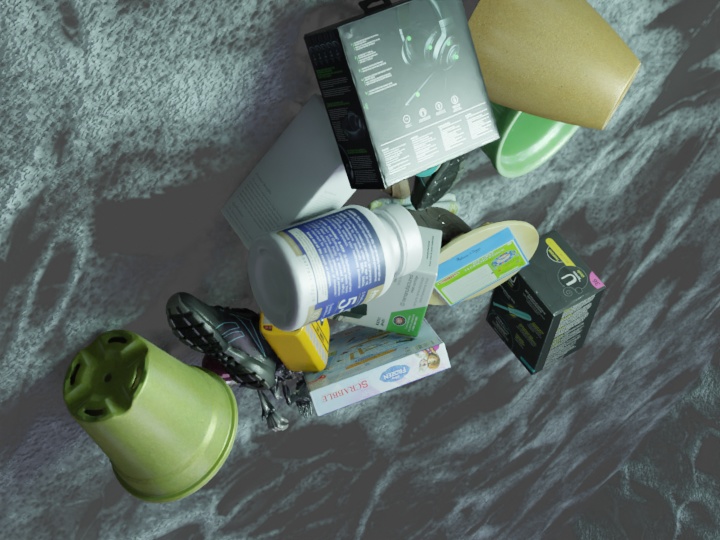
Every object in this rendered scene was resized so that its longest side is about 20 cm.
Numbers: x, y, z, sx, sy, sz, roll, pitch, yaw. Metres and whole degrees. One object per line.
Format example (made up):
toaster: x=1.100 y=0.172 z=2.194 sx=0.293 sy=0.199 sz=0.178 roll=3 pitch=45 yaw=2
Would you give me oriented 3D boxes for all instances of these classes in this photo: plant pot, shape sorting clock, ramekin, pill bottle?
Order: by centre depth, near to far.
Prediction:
pill bottle: x=-0.027 y=-0.012 z=1.493 sx=0.198 sy=0.120 sz=0.121 roll=-20 pitch=148 yaw=-31
plant pot: x=0.237 y=-0.265 z=1.510 sx=0.188 sy=0.198 sz=0.187 roll=-56 pitch=170 yaw=-16
plant pot: x=-0.289 y=0.177 z=1.619 sx=0.199 sy=0.201 sz=0.185 roll=-38 pitch=141 yaw=-2
ramekin: x=0.231 y=-0.237 z=1.705 sx=0.199 sy=0.098 sz=0.201 roll=-35 pitch=154 yaw=-20
shape sorting clock: x=0.168 y=-0.012 z=1.794 sx=0.197 sy=0.040 sz=0.201 roll=-21 pitch=157 yaw=-9

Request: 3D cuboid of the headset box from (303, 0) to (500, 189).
headset box: x=0.047 y=-0.218 z=1.423 sx=0.172 sy=0.203 sz=0.092 roll=-25 pitch=-165 yaw=-25

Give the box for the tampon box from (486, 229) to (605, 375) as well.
tampon box: x=0.335 y=0.060 z=2.240 sx=0.125 sy=0.150 sz=0.201 roll=-26 pitch=150 yaw=-23

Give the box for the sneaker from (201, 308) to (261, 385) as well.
sneaker: x=-0.145 y=0.089 z=1.776 sx=0.199 sy=0.075 sz=0.091 roll=-30 pitch=150 yaw=-36

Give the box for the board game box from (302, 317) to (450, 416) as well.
board game box: x=0.012 y=0.125 z=1.761 sx=0.197 sy=0.200 sz=0.042 roll=-19 pitch=106 yaw=-4

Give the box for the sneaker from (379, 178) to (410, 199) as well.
sneaker: x=0.016 y=-0.151 z=1.639 sx=0.074 sy=0.071 sz=0.200 roll=-15 pitch=154 yaw=6

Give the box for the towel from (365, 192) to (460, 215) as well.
towel: x=0.048 y=-0.040 z=1.847 sx=0.198 sy=0.048 sz=0.173 roll=-10 pitch=137 yaw=-44

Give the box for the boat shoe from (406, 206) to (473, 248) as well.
boat shoe: x=0.093 y=-0.045 z=1.781 sx=0.198 sy=0.076 sz=0.072 roll=6 pitch=133 yaw=-44

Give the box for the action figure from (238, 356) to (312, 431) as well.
action figure: x=-0.108 y=0.185 z=1.929 sx=0.118 sy=0.103 sz=0.199 roll=-34 pitch=157 yaw=16

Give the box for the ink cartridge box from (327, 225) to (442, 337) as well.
ink cartridge box: x=0.000 y=0.000 z=1.684 sx=0.196 sy=0.084 sz=0.148 roll=12 pitch=140 yaw=-2

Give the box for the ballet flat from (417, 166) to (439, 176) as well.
ballet flat: x=0.079 y=-0.213 z=1.590 sx=0.069 sy=0.070 sz=0.202 roll=-28 pitch=141 yaw=-19

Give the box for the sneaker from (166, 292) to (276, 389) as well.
sneaker: x=-0.185 y=0.082 z=1.670 sx=0.200 sy=0.075 sz=0.080 roll=45 pitch=54 yaw=-36

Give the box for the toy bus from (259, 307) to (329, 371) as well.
toy bus: x=-0.090 y=0.068 z=1.637 sx=0.064 sy=0.080 sz=0.200 roll=2 pitch=158 yaw=11

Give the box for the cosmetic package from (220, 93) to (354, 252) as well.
cosmetic package: x=-0.074 y=-0.108 z=1.531 sx=0.200 sy=0.102 sz=0.074 roll=-47 pitch=153 yaw=17

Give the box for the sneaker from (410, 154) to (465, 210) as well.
sneaker: x=0.107 y=-0.170 z=1.690 sx=0.075 sy=0.079 sz=0.201 roll=-29 pitch=153 yaw=-42
